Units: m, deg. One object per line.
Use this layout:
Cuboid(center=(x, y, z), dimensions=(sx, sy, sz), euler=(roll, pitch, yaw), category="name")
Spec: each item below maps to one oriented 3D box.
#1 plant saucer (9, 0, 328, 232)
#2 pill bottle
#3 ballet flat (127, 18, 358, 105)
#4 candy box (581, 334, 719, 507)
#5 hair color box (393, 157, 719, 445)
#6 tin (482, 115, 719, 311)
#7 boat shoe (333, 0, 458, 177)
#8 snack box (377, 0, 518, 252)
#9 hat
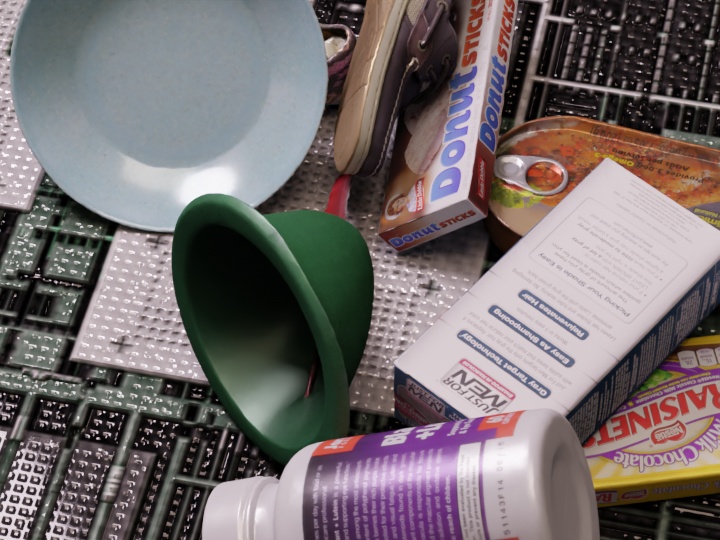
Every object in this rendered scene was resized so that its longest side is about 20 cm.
Cuboid(center=(-0.120, -0.125, 1.687), dimensions=(0.201, 0.201, 0.039), euler=(1, 7, 1), category="plant saucer")
Cuboid(center=(0.021, 0.143, 1.450), dimensions=(0.200, 0.111, 0.111), euler=(-10, 47, 19), category="pill bottle")
Cuboid(center=(-0.097, -0.140, 1.736), dimensions=(0.200, 0.071, 0.069), euler=(-3, 48, -3), category="ballet flat")
Cuboid(center=(0.152, 0.091, 1.573), dimensions=(0.200, 0.026, 0.102), euler=(-7, 54, -5), category="candy box")
Cuboid(center=(0.120, 0.034, 1.560), dimensions=(0.100, 0.061, 0.200), euler=(35, 62, 23), category="hair color box")
Cuboid(center=(0.172, -0.035, 1.672), dimensions=(0.200, 0.042, 0.112), euler=(15, 48, 12), category="tin")
Cuboid(center=(0.032, -0.142, 1.698), dimensions=(0.065, 0.072, 0.200), euler=(21, 57, -11), category="boat shoe")
Cuboid(center=(0.058, -0.102, 1.712), dimensions=(0.072, 0.024, 0.200), euler=(-21, 41, 32), category="snack box")
Cuboid(center=(0.000, 0.000, 1.572), dimensions=(0.176, 0.166, 0.200), euler=(-23, 67, -30), category="hat")
